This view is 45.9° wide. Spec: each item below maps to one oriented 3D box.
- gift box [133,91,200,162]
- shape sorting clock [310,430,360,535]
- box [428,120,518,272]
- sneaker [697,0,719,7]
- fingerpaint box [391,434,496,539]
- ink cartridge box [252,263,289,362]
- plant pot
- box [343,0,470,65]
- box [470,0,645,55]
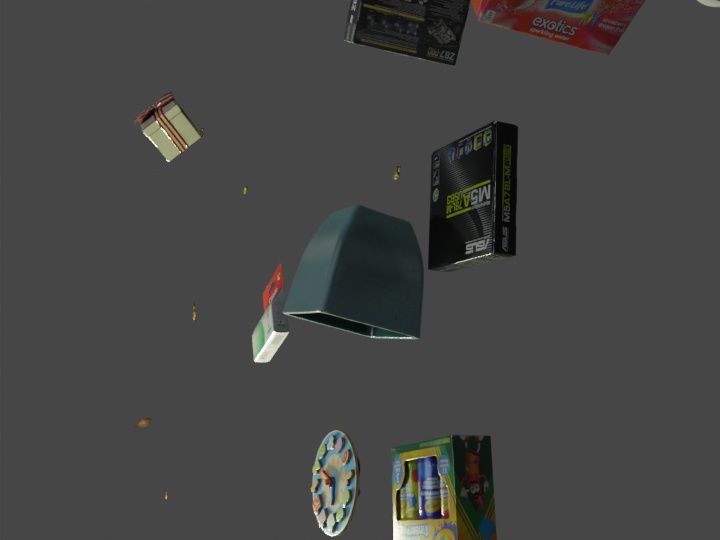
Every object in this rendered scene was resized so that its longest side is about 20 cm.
[{"bbox_3d":[-0.736,-0.551,3.207,0.184,0.188,0.200,-39,36,-3],"label":"gift box"},{"bbox_3d":[-0.054,0.420,1.688,0.199,0.039,0.204,-174,90,-66],"label":"shape sorting clock"},{"bbox_3d":[0.168,-0.106,1.298,0.199,0.047,0.197,166,111,-66],"label":"box"},{"bbox_3d":[0.388,-0.371,0.852,0.083,0.079,0.204,16,108,52],"label":"sneaker"},{"bbox_3d":[0.118,0.342,1.272,0.200,0.072,0.170,148,124,-61],"label":"fingerpaint box"},{"bbox_3d":[-0.236,0.107,2.167,0.161,0.049,0.203,126,140,-49],"label":"ink cartridge box"},{"bbox_3d":[0.000,0.000,1.497,0.195,0.193,0.204,-10,66,65],"label":"plant pot"},{"bbox_3d":[0.083,-0.433,1.382,0.049,0.196,0.164,37,119,60],"label":"box"},{"bbox_3d":[0.232,-0.344,1.019,0.100,0.196,0.097,121,148,-42],"label":"box"}]
